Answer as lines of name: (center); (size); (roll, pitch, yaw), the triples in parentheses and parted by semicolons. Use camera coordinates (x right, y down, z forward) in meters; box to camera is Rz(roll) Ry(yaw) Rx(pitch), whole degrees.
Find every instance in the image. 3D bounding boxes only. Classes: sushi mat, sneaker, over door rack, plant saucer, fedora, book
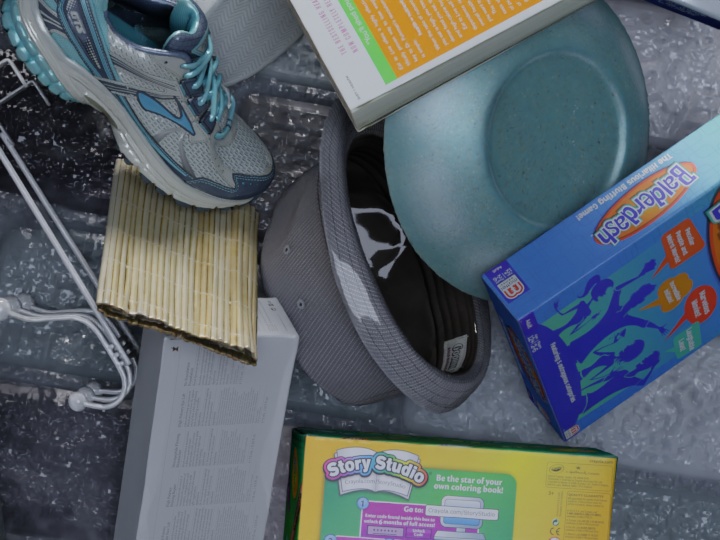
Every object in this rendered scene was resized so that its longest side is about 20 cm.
sushi mat: (-0.103, -0.009, 1.316); (0.095, 0.200, 0.012); (18, 114, -11)
sneaker: (-0.113, -0.110, 1.331); (0.086, 0.078, 0.200); (-32, 128, 29)
over door rack: (-0.188, -0.014, 1.323); (0.066, 0.148, 0.201); (-20, 92, -3)
plant saucer: (0.106, -0.079, 1.346); (0.200, 0.039, 0.202); (-5, 99, -33)
sneaker: (-0.062, -0.214, 1.381); (0.073, 0.116, 0.200); (15, 123, -43)
fedora: (0.000, 0.000, 1.363); (0.090, 0.177, 0.201); (-23, 73, 26)
book: (0.053, -0.187, 1.288); (0.199, 0.048, 0.134); (-28, 78, -1)

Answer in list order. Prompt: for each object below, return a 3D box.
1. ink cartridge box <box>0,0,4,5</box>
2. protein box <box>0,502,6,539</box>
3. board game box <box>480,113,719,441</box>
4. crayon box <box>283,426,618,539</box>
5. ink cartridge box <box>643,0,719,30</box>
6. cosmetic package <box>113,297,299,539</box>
ink cartridge box: (-0.235, -0.258, 1.315); (0.145, 0.147, 0.201); (-27, 95, -5)
protein box: (-0.306, 0.164, 1.318); (0.197, 0.135, 0.201); (-7, 92, -7)
board game box: (0.179, 0.000, 1.375); (0.200, 0.152, 0.045); (-35, 55, -5)
crayon box: (0.053, 0.163, 1.403); (0.199, 0.058, 0.120); (5, 90, -7)
ink cartridge box: (0.165, -0.269, 1.349); (0.198, 0.041, 0.201); (18, 89, -9)
cosmetic package: (-0.095, 0.113, 1.338); (0.082, 0.051, 0.201); (-1, 120, -22)
